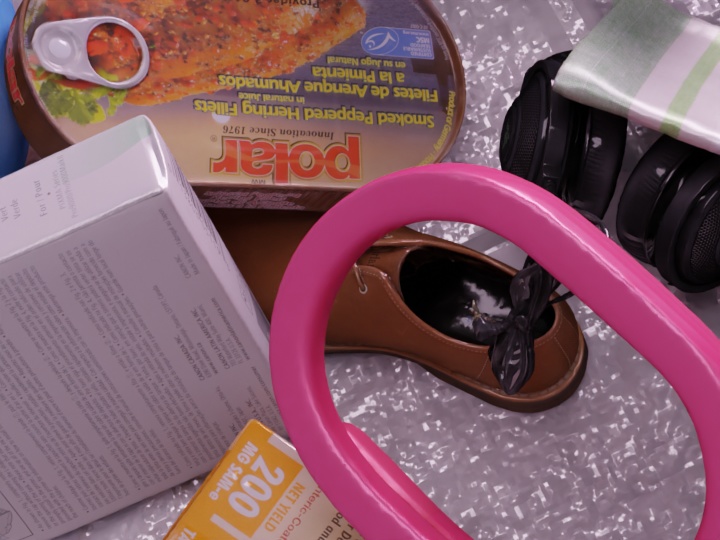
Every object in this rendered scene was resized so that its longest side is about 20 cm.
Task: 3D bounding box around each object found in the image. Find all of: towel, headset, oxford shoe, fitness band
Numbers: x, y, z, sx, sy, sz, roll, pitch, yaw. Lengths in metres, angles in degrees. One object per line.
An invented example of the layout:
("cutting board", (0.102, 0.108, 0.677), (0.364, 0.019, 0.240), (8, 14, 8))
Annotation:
("towel", (0.186, -0.064, 0.894), (0.199, 0.153, 0.024), (21, 114, 9))
("headset", (0.106, -0.027, 0.904), (0.123, 0.095, 0.200), (24, 32, 16))
("oxford shoe", (0.000, 0.000, 0.936), (0.198, 0.071, 0.072), (14, 72, 14))
("fitness band", (0.055, 0.051, 0.808), (0.200, 0.037, 0.144), (42, 111, 13))

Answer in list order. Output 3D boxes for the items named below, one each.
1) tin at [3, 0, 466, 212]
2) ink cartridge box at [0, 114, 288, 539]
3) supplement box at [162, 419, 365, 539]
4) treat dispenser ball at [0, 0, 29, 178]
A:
("tin", (-0.051, -0.080, 0.918), (0.198, 0.042, 0.113), (2, 66, -26))
("ink cartridge box", (-0.140, 0.042, 0.888), (0.199, 0.161, 0.050), (-22, 47, 5))
("supplement box", (0.003, 0.169, 0.864), (0.199, 0.074, 0.126), (32, 75, 17))
("treat dispenser ball", (-0.237, -0.072, 0.923), (0.199, 0.201, 0.203), (-2, 68, 6))
